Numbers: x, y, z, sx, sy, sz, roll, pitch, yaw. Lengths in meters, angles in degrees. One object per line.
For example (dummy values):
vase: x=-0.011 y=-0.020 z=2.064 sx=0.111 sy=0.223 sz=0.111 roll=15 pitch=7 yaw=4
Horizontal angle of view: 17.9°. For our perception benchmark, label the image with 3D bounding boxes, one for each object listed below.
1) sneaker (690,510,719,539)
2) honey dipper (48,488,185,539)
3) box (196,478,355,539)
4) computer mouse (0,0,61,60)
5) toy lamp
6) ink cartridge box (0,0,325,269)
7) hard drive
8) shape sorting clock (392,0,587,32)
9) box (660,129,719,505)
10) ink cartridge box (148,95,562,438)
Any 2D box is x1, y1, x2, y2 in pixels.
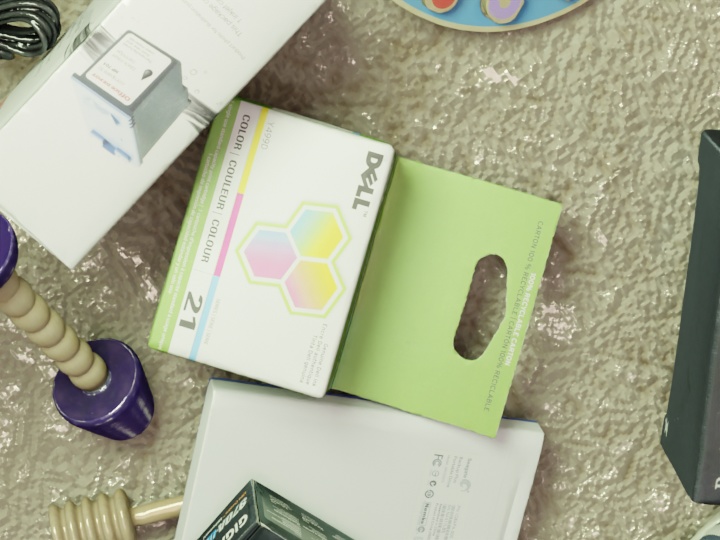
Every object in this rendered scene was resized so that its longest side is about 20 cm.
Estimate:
sneaker: x=0.216 y=0.194 z=1.350 sx=0.199 sy=0.085 sz=0.075 roll=-30 pitch=114 yaw=6
honey dipper: x=-0.084 y=0.135 z=1.354 sx=0.199 sy=0.038 sz=0.038 roll=-12 pitch=104 yaw=-2
box: x=-0.034 y=0.232 z=1.337 sx=0.200 sy=0.046 sz=0.159 roll=34 pitch=110 yaw=-25
computer mouse: x=-0.207 y=-0.206 z=1.204 sx=0.109 sy=0.044 sz=0.201 roll=9 pitch=111 yaw=5
toy lamp: x=-0.170 y=0.038 z=1.265 sx=0.058 sy=0.058 sz=0.200 roll=-31 pitch=143 yaw=5
ink cartridge box: x=-0.117 y=-0.113 z=1.237 sx=0.086 sy=0.147 sz=0.200 roll=41 pitch=99 yaw=-12
hard drive: x=-0.004 y=0.138 z=1.341 sx=0.199 sy=0.025 sz=0.133 roll=9 pitch=109 yaw=-14
shape sorting clock: x=0.082 y=-0.223 z=1.249 sx=0.199 sy=0.039 sz=0.201 roll=-7 pitch=117 yaw=-14
box: x=0.287 y=0.032 z=1.305 sx=0.199 sy=0.117 sz=0.198 roll=4 pitch=103 yaw=-2
ink cartridge box: x=0.000 y=0.000 z=1.279 sx=0.199 sy=0.076 sz=0.149 roll=16 pitch=91 yaw=3
